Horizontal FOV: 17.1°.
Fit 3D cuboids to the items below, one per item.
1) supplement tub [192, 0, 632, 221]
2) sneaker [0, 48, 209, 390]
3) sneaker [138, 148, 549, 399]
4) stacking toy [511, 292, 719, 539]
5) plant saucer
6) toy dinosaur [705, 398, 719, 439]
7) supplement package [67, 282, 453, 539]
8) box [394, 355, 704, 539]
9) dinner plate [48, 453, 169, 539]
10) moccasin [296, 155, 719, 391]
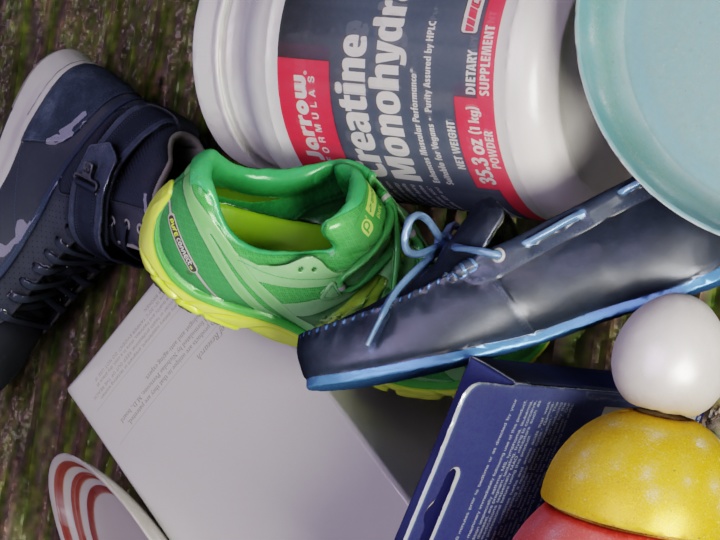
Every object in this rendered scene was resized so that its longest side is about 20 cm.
[{"bbox_3d":[0.035,-0.100,1.123,0.199,0.140,0.141,8,91,34],"label":"supplement tub"},{"bbox_3d":[-0.149,-0.002,1.281,0.146,0.077,0.203,29,101,35],"label":"sneaker"},{"bbox_3d":[0.000,0.000,1.086,0.084,0.199,0.074,119,162,-45],"label":"sneaker"},{"bbox_3d":[0.119,0.109,0.987,0.146,0.146,0.201,16,96,34],"label":"stacking toy"},{"bbox_3d":[0.187,-0.103,0.972,0.199,0.027,0.201,-3,77,15],"label":"plant saucer"},{"bbox_3d":[0.239,0.014,1.032,0.199,0.047,0.089,-23,67,19],"label":"toy dinosaur"},{"bbox_3d":[-0.024,0.092,1.160,0.120,0.121,0.200,-49,61,21],"label":"supplement package"},{"bbox_3d":[0.072,0.100,1.045,0.032,0.200,0.122,29,102,34],"label":"box"},{"bbox_3d":[-0.099,0.178,1.204,0.200,0.024,0.201,46,152,33],"label":"dinner plate"},{"bbox_3d":[0.065,0.000,1.033,0.199,0.080,0.069,-17,86,3],"label":"moccasin"}]
